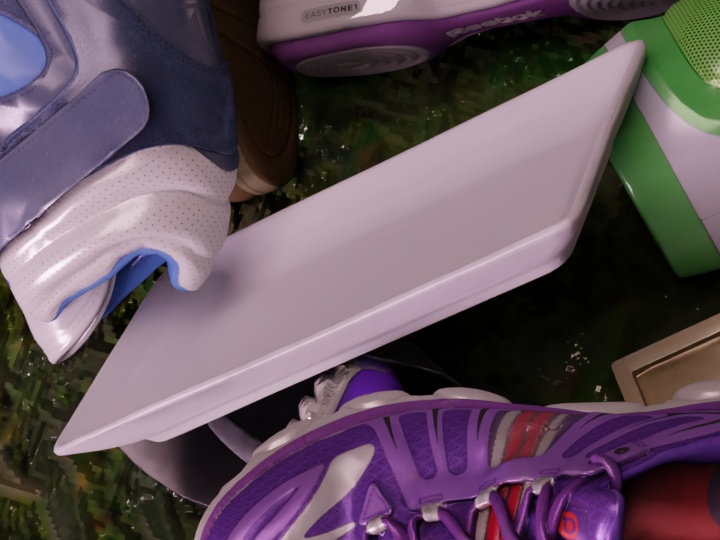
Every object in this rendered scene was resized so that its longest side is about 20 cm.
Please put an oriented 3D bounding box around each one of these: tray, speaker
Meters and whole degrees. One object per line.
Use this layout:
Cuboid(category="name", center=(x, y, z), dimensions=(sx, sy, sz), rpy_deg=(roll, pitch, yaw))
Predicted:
Cuboid(category="tray", center=(0.000, 0.000, 0.779), dimensions=(0.199, 0.022, 0.108), rpy_deg=(-25, 23, 31))
Cuboid(category="speaker", center=(0.169, -0.078, 0.793), dimensions=(0.199, 0.088, 0.089), rpy_deg=(-30, 63, 7))

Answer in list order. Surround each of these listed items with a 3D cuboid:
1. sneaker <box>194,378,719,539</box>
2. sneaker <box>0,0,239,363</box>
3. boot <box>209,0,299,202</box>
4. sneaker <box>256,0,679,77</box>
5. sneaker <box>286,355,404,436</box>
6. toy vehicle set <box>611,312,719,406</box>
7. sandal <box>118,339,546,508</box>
Cuboid(category="sneaker", center=(0.047, 0.067, 0.695), dimensions=(0.199, 0.083, 0.081), rpy_deg=(-12, 88, 10))
Cuboid(category="sneaker", center=(-0.135, -0.039, 0.839), dimensions=(0.199, 0.081, 0.148), rpy_deg=(-6, 92, 19))
Cuboid(category="boot", center=(-0.119, -0.085, 0.910), dimensions=(0.155, 0.073, 0.201), rpy_deg=(-30, 73, 14))
Cuboid(category="sneaker", center=(0.054, -0.129, 0.851), dimensions=(0.199, 0.075, 0.100), rpy_deg=(-10, 78, 14))
Cuboid(category="sneaker", center=(0.006, 0.130, 0.776), dimensions=(0.099, 0.070, 0.202), rpy_deg=(11, 90, -3))
Cuboid(category="toy vehicle set", center=(0.190, 0.045, 0.771), dimensions=(0.199, 0.027, 0.125), rpy_deg=(-25, 64, 10))
Cuboid(category="sandal", center=(0.004, 0.051, 0.827), dimensions=(0.199, 0.043, 0.077), rpy_deg=(13, 75, 24))
